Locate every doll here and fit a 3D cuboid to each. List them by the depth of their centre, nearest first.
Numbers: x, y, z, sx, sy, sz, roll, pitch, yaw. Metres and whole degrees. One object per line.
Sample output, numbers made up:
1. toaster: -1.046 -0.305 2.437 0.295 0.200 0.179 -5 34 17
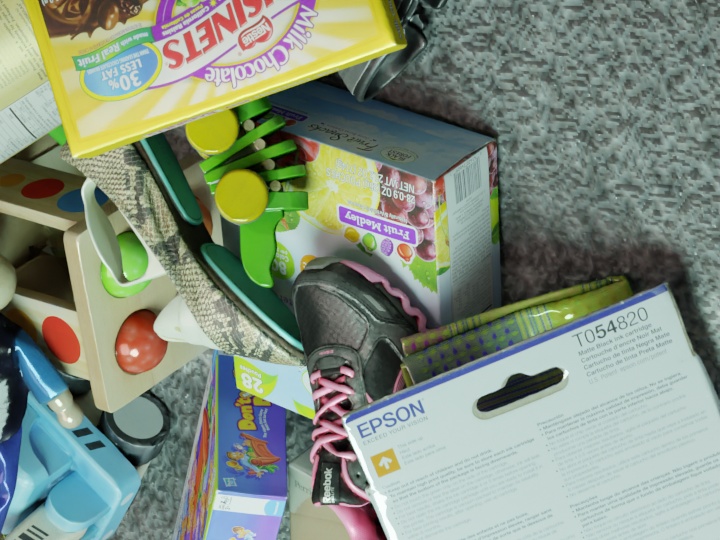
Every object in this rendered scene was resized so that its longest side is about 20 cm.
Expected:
1. doll: -0.238 0.080 1.689 0.136 0.048 0.201 14 113 12

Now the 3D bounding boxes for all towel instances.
1. towel: 0.113 0.112 1.529 0.023 0.143 0.201 -104 -3 -74

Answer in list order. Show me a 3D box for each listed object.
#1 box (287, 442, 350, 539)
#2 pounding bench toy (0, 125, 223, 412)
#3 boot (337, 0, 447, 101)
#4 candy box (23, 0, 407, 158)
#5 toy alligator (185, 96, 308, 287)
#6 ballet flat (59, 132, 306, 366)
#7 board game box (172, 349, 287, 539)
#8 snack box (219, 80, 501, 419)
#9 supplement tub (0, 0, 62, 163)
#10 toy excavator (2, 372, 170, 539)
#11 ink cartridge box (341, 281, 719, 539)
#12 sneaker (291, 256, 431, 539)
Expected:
1. box: 0.013 0.198 1.709 0.095 0.078 0.201 23 130 33
2. pounding bench toy: -0.174 -0.037 1.699 0.156 0.124 0.201 15 125 37
3. boot: -0.037 -0.140 1.540 0.132 0.070 0.200 47 139 9
4. candy box: -0.081 -0.139 1.484 0.199 0.026 0.103 -18 90 17
5. toy alligator: -0.074 -0.090 1.533 0.059 0.054 0.201 67 180 -87
6. ballet flat: -0.109 -0.008 1.595 0.075 0.068 0.200 -39 80 14
7. board game box: -0.086 0.160 1.742 0.045 0.135 0.200 7 132 -9
8. snack box: 0.000 0.000 1.599 0.168 0.068 0.201 19 129 35
9. supplement tub: -0.240 -0.130 1.598 0.145 0.200 0.145 58 -179 -2
10. toy excavator: -0.211 0.162 1.809 0.194 0.200 0.100 45 139 12
11. ink cartridge box: 0.112 0.126 1.500 0.041 0.199 0.201 -106 -6 -75
12. sneaker: 0.002 0.091 1.538 0.079 0.095 0.201 -7 110 44
